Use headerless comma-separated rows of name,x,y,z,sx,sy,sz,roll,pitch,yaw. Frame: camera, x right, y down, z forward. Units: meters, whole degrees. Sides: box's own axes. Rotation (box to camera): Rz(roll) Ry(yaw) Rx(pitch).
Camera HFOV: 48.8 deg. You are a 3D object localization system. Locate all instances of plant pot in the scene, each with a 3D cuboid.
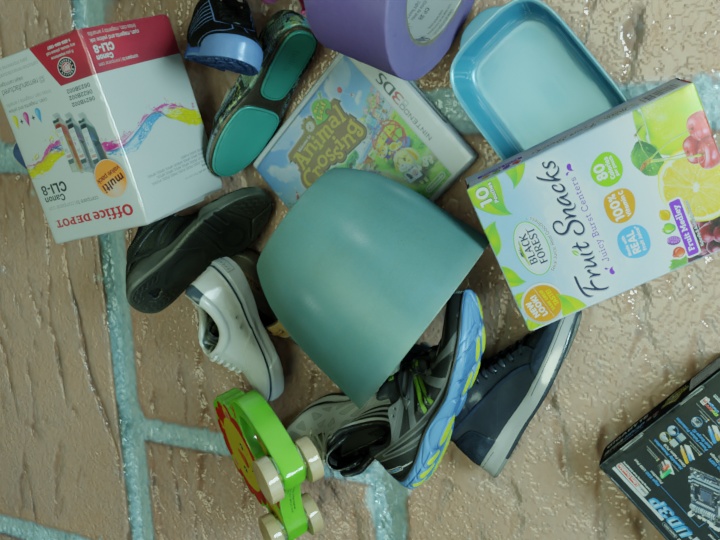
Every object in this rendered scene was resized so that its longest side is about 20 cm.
plant pot,0.000,0.000,0.751,0.160,0.201,0.201,39,116,4

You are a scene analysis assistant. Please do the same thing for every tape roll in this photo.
tape roll,0.039,-0.275,0.684,0.084,0.199,0.202,26,112,20

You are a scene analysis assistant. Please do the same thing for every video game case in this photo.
video game case,-0.002,-0.117,0.843,0.183,0.022,0.200,50,118,10

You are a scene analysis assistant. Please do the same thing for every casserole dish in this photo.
casserole dish,0.170,-0.155,0.735,0.121,0.039,0.201,-41,80,29

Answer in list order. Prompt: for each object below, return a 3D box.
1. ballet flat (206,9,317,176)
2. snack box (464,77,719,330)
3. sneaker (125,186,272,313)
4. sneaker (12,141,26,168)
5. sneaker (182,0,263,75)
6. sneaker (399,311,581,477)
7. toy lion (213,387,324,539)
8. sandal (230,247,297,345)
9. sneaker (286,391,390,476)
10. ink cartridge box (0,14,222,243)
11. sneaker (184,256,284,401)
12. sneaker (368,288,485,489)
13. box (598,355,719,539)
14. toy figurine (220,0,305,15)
ballet flat,-0.113,-0.195,0.868,0.074,0.074,0.200,45,115,12
snack box,0.208,-0.054,0.681,0.198,0.053,0.143,-24,103,12
sneaker,-0.197,-0.048,0.928,0.199,0.076,0.115,-38,44,8
sneaker,-0.371,-0.135,1.002,0.198,0.077,0.077,17,109,23
sneaker,-0.141,-0.247,0.812,0.200,0.069,0.079,34,110,62
sneaker,0.120,0.092,0.794,0.145,0.077,0.204,32,115,15
toy lion,-0.115,0.206,0.900,0.192,0.068,0.201,50,152,33
sandal,-0.092,0.037,0.906,0.199,0.054,0.082,33,114,18
sneaker,-0.033,0.184,0.873,0.199,0.115,0.076,-27,88,30
ink cartridge box,-0.269,-0.151,0.861,0.144,0.145,0.202,-8,108,28
sneaker,-0.146,0.079,0.897,0.073,0.070,0.202,28,144,47
sneaker,0.060,0.109,0.749,0.082,0.071,0.202,26,107,19
box,0.344,0.200,0.717,0.200,0.046,0.159,47,118,11
toy figurine,-0.111,-0.319,0.778,0.183,0.201,0.151,31,144,6
